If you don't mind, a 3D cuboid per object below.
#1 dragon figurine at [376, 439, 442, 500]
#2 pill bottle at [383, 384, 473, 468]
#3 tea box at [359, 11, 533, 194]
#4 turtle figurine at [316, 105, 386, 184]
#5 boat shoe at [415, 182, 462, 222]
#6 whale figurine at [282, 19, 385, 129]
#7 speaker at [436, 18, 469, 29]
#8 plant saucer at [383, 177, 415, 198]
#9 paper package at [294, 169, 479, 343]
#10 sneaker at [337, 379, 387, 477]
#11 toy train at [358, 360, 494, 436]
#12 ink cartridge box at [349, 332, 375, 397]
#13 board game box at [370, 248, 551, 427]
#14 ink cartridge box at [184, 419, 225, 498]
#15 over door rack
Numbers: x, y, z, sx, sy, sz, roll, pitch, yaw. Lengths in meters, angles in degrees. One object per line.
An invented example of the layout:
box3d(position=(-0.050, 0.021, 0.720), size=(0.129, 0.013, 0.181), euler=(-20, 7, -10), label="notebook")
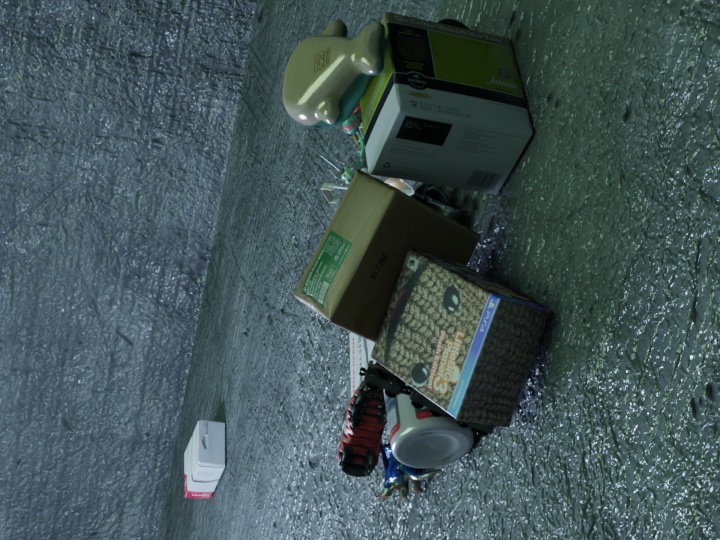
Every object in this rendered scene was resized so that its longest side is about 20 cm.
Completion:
box3d(position=(0.064, 0.298, 1.804), size=(0.200, 0.058, 0.101), euler=(129, 144, -62), label="dragon figurine")
box3d(position=(0.092, 0.168, 1.667), size=(0.120, 0.118, 0.202), euler=(117, 154, -47), label="pill bottle")
box3d(position=(0.113, -0.234, 1.624), size=(0.134, 0.197, 0.199), euler=(118, 154, -48), label="tea box")
box3d(position=(0.008, -0.213, 1.968), size=(0.100, 0.199, 0.152), euler=(-15, 53, 37), label="turtle figurine")
box3d(position=(0.109, -0.107, 1.799), size=(0.200, 0.073, 0.069), euler=(-116, 45, -66), label="boat shoe")
box3d(position=(-0.022, -0.273, 1.623), size=(0.199, 0.103, 0.162), euler=(-21, 60, 45), label="whale figurine")
box3d(position=(0.113, -0.315, 1.855), size=(0.200, 0.080, 0.082), euler=(129, 144, -60), label="speaker")
box3d(position=(0.049, -0.041, 1.777), size=(0.200, 0.035, 0.203), euler=(-39, 46, 56), label="plant saucer")
box3d(position=(0.037, -0.007, 1.597), size=(0.103, 0.189, 0.202), euler=(30, 94, 52), label="paper package")
box3d(position=(0.010, 0.221, 1.794), size=(0.098, 0.070, 0.203), euler=(-84, 6, -55), label="sneaker")
box3d(position=(0.092, 0.168, 1.567), size=(0.046, 0.197, 0.034), euler=(-57, -15, -52), label="toy train")
box3d(position=(0.050, 0.137, 1.870), size=(0.200, 0.082, 0.147), euler=(128, 144, -60), label="ink cartridge box")
box3d(position=(0.126, 0.085, 1.501), size=(0.199, 0.096, 0.162), euler=(30, 103, 52), label="board game box")
box3d(position=(-0.442, 0.537, 3.290), size=(0.201, 0.082, 0.147), euler=(119, 153, -49), label="ink cartridge box")
box3d(position=(0.031, -0.180, 1.765), size=(0.198, 0.067, 0.149), euler=(-1, 50, 47), label="over door rack")
